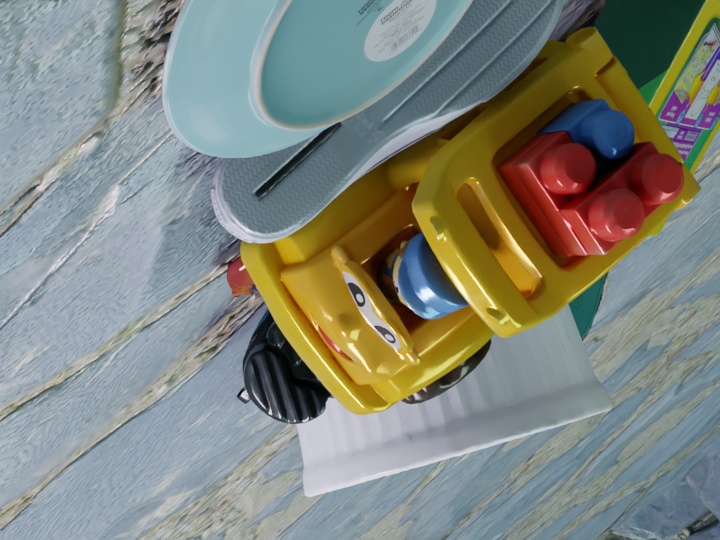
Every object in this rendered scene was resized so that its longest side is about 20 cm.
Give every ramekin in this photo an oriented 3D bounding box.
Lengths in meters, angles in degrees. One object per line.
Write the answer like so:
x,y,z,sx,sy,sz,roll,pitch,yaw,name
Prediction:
0.048,0.068,1.574,0.199,0.098,0.200,-17,176,-1,ramekin

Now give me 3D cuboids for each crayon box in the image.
0.173,-0.107,1.503,0.173,0.058,0.200,-61,163,10,crayon box

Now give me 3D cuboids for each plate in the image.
0.002,-0.118,1.068,0.200,0.026,0.201,-36,155,-19,plate

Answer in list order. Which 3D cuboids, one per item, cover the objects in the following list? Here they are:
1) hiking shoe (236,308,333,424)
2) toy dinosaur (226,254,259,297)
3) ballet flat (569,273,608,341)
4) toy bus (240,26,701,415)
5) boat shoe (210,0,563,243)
0.000,0.000,1.463,0.200,0.074,0.087,-43,-166,-8,hiking shoe
0.011,-0.046,1.362,0.180,0.202,0.105,-5,-178,-25,toy dinosaur
0.150,-0.035,1.710,0.075,0.068,0.201,-1,-122,58,ballet flat
0.066,-0.024,1.227,0.200,0.136,0.192,-39,-165,-16,toy bus
0.007,-0.089,1.195,0.200,0.072,0.062,-37,-169,-6,boat shoe
